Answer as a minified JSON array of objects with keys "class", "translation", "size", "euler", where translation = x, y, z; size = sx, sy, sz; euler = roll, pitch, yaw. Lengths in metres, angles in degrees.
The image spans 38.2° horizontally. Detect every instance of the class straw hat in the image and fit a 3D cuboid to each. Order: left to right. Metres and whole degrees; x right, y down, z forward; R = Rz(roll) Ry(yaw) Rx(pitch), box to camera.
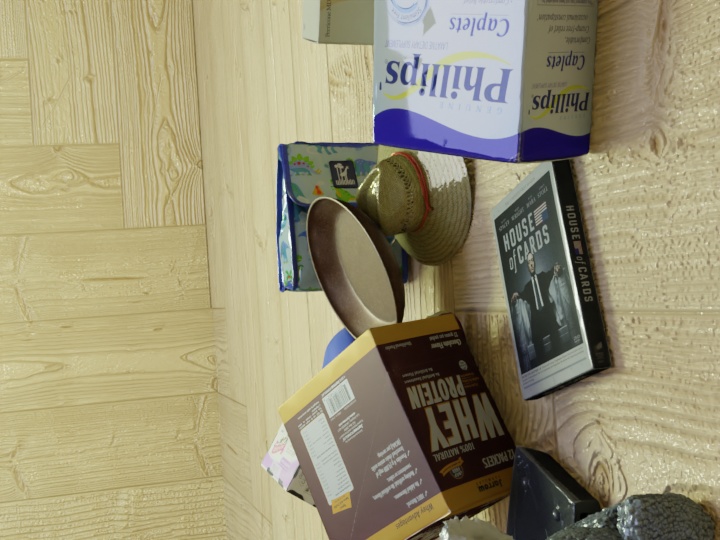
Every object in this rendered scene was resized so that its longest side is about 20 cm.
[{"class":"straw hat","translation":[0.042,-0.089,1.241],"size":[0.200,0.084,0.205],"euler":[35,134,47]}]

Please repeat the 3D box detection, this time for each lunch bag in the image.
[{"class":"lunch bag","translation":[-0.029,-0.075,1.425],"size":[0.127,0.167,0.205],"euler":[165,103,-73]}]

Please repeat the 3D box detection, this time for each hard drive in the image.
[{"class":"hard drive","translation":[0.183,0.286,1.006],"size":[0.135,0.041,0.204],"euler":[-139,48,-67]}]

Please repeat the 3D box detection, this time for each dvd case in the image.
[{"class":"dvd case","translation":[0.178,0.010,1.001],"size":[0.150,0.024,0.204],"euler":[132,132,-67]}]

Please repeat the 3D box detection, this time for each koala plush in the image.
[{"class":"koala plush","translation":[0.154,0.270,0.818],"size":[0.183,0.196,0.181],"euler":[158,107,-68]}]

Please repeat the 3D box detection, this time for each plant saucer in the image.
[{"class":"plant saucer","translation":[0.000,0.000,1.265],"size":[0.200,0.036,0.203],"euler":[45,147,38]}]

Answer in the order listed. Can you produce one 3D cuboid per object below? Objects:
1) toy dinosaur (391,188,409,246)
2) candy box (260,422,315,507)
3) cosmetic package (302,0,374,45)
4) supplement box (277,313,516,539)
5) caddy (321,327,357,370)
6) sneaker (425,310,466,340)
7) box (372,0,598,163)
[{"class":"toy dinosaur","translation":[0.059,-0.147,1.343],"size":[0.106,0.059,0.204],"euler":[74,-166,-70]},{"class":"candy box","translation":[-0.025,0.298,1.432],"size":[0.072,0.198,0.167],"euler":[-60,15,-7]},{"class":"cosmetic package","translation":[0.040,-0.291,1.099],"size":[0.071,0.196,0.107],"euler":[-138,46,-66]},{"class":"supplement box","translation":[0.042,0.189,1.132],"size":[0.197,0.131,0.203],"euler":[-42,64,42]},{"class":"caddy","translation":[0.018,0.166,1.371],"size":[0.106,0.138,0.203],"euler":[-105,20,-48]},{"class":"sneaker","translation":[0.107,0.149,1.207],"size":[0.090,0.074,0.204],"euler":[28,124,56]},{"class":"box","translation":[0.108,-0.208,0.934],"size":[0.182,0.104,0.204],"euler":[14,109,45]}]
